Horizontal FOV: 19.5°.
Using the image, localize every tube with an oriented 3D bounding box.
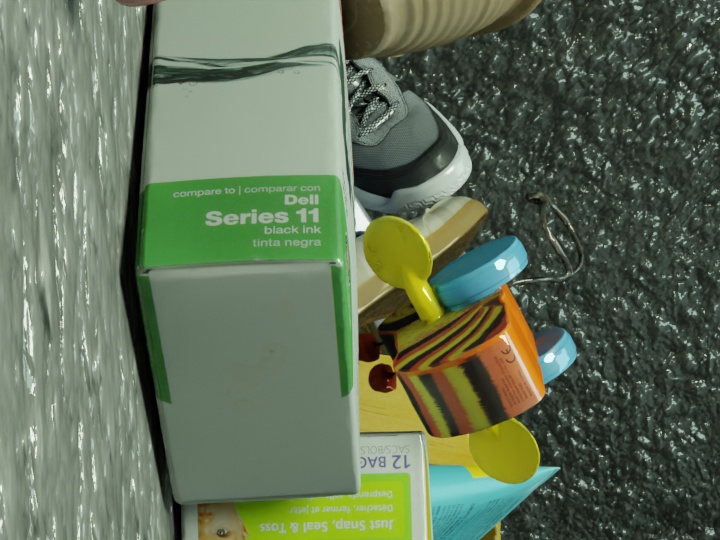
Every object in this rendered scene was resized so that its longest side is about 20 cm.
[{"bbox_3d":[0.016,0.128,1.108,0.077,0.199,0.051,-41,-121,37],"label":"tube"}]

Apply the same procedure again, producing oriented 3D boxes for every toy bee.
[{"bbox_3d":[0.046,0.039,0.976,0.132,0.108,0.200,67,18,10],"label":"toy bee"}]

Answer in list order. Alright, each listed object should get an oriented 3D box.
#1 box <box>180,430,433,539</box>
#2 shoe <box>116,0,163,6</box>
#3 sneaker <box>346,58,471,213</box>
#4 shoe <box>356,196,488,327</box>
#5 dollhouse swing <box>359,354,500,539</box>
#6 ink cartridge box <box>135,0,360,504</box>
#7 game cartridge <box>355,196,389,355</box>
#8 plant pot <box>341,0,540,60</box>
[{"bbox_3d":[-0.020,0.174,0.947,0.101,0.111,0.202,57,32,-85],"label":"box"},{"bbox_3d":[-0.069,-0.191,0.695,0.091,0.071,0.202,86,7,-66],"label":"shoe"},{"bbox_3d":[-0.015,-0.115,1.270,0.200,0.075,0.114,40,-15,46],"label":"sneaker"},{"bbox_3d":[0.000,0.000,1.174,0.200,0.053,0.070,-34,166,-41],"label":"shoe"},{"bbox_3d":[0.006,0.082,1.285,0.201,0.180,0.177,84,15,-56],"label":"dollhouse swing"},{"bbox_3d":[-0.044,-0.024,0.896,0.147,0.082,0.201,86,2,-47],"label":"ink cartridge box"},{"bbox_3d":[0.005,0.025,1.315,0.201,0.041,0.133,61,-9,-17],"label":"game cartridge"},{"bbox_3d":[-0.008,-0.165,0.975,0.093,0.200,0.201,-57,160,-27],"label":"plant pot"}]
